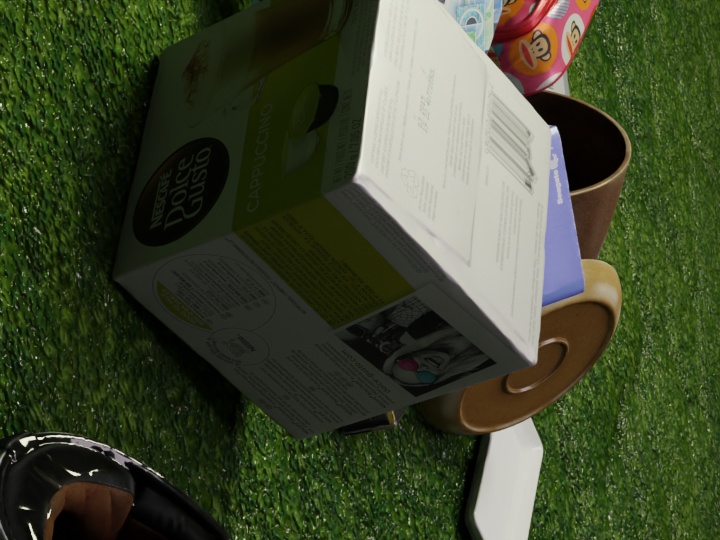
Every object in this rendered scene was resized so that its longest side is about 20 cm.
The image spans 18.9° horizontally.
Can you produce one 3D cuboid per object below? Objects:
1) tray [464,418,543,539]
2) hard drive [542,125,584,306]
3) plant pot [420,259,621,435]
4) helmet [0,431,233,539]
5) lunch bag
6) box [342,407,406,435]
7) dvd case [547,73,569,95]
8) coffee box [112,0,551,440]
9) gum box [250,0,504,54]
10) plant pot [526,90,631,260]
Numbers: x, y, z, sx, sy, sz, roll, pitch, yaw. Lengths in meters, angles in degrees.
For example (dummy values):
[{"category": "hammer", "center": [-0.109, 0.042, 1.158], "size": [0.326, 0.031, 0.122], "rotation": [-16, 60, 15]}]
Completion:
[{"category": "tray", "center": [0.124, 0.187, 1.913], "size": [0.201, 0.022, 0.108], "rotation": [-73, 146, -50]}, {"category": "hard drive", "center": [0.080, -0.023, 1.622], "size": [0.199, 0.025, 0.133], "rotation": [-18, 102, -35]}, {"category": "plant pot", "center": [0.139, 0.071, 1.785], "size": [0.028, 0.200, 0.200], "rotation": [53, 8, 30]}, {"category": "helmet", "center": [-0.153, 0.192, 0.988], "size": [0.199, 0.191, 0.201], "rotation": [33, 25, -17]}, {"category": "lunch bag", "center": [0.092, -0.214, 1.754], "size": [0.177, 0.198, 0.082], "rotation": [-60, 136, -40]}, {"category": "box", "center": [0.000, 0.000, 1.655], "size": [0.160, 0.049, 0.202], "rotation": [-55, 131, -64]}, {"category": "dvd case", "center": [0.117, -0.136, 1.935], "size": [0.199, 0.025, 0.152], "rotation": [11, 68, -41]}, {"category": "coffee box", "center": [-0.014, -0.045, 1.395], "size": [0.200, 0.197, 0.201], "rotation": [43, 40, -36]}, {"category": "gum box", "center": [0.009, -0.176, 1.582], "size": [0.199, 0.044, 0.171], "rotation": [19, 88, -41]}, {"category": "plant pot", "center": [0.124, -0.022, 1.817], "size": [0.187, 0.185, 0.202], "rotation": [-64, 161, -56]}]
